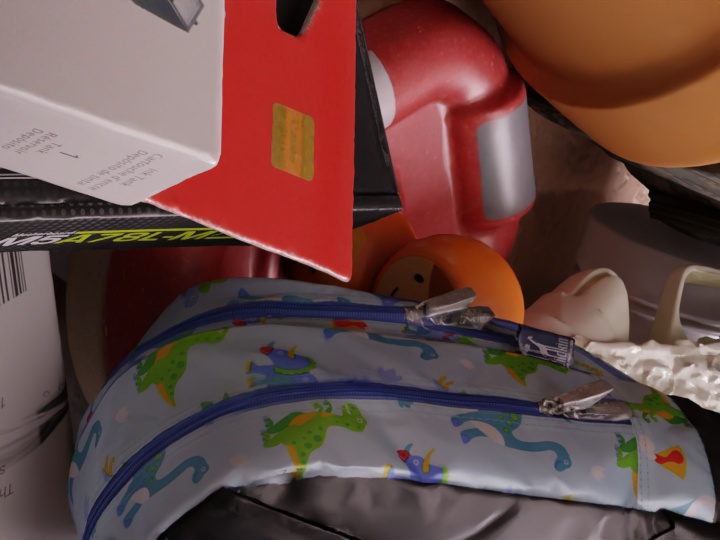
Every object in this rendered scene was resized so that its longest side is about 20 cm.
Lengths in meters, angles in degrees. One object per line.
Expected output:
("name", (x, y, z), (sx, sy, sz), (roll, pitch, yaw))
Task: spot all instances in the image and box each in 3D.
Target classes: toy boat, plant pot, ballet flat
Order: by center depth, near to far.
("plant pot", (0.096, -0.155, 0.990), (0.140, 0.200, 0.201), (32, 86, -34))
("toy boat", (0.000, 0.000, 1.005), (0.200, 0.130, 0.131), (-33, 132, -31))
("ballet flat", (0.104, 0.030, 1.075), (0.199, 0.072, 0.072), (1, 112, -24))

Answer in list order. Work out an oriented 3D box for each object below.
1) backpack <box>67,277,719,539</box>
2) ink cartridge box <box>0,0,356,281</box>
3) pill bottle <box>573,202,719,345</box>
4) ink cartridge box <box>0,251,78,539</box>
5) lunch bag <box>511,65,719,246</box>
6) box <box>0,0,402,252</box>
("backpack", (0.007, 0.083, 0.917), (0.199, 0.154, 0.163), (-1, 140, -34))
("ink cartridge box", (-0.052, -0.115, 0.813), (0.176, 0.045, 0.201), (18, 63, -39))
("pill bottle", (0.105, 0.081, 1.177), (0.112, 0.112, 0.201), (-2, 112, -47))
("ink cartridge box", (-0.167, 0.039, 0.883), (0.145, 0.083, 0.201), (-29, 130, -34))
("lunch bag", (0.181, -0.064, 1.089), (0.167, 0.200, 0.140), (32, 85, -36))
("box", (-0.085, -0.105, 0.841), (0.193, 0.047, 0.201), (-2, 76, -44))
